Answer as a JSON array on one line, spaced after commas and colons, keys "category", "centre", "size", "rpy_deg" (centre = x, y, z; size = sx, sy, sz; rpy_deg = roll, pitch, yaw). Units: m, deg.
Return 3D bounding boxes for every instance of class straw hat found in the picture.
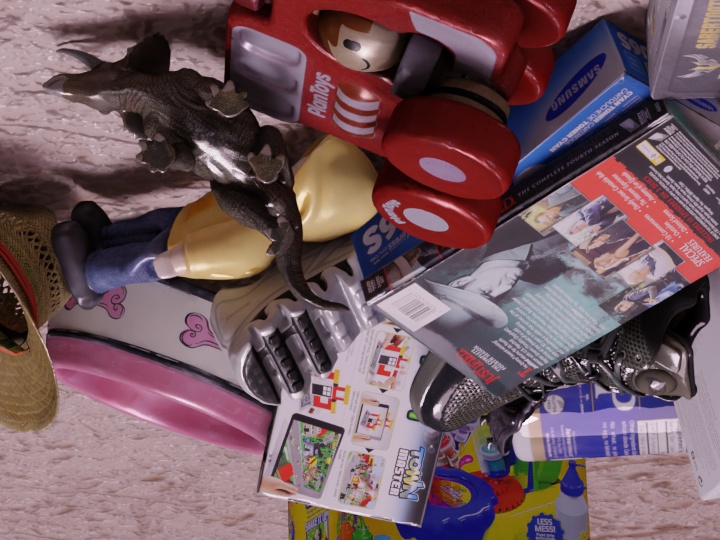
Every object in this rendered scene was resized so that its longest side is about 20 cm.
[{"category": "straw hat", "centre": [-0.220, 0.001, 1.423], "size": [0.085, 0.201, 0.201], "rpy_deg": [-37, 177, -28]}]

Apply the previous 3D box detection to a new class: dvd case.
[{"category": "dvd case", "centre": [0.119, -0.009, 1.278], "size": [0.200, 0.022, 0.146], "rpy_deg": [-33, 141, 18]}]

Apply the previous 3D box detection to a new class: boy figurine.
[{"category": "boy figurine", "centre": [-0.084, -0.029, 1.360], "size": [0.200, 0.064, 0.124], "rpy_deg": [-16, -163, 25]}]

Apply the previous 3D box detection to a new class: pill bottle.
[{"category": "pill bottle", "centre": [0.205, 0.070, 1.616], "size": [0.200, 0.120, 0.120], "rpy_deg": [-5, 160, 7]}]

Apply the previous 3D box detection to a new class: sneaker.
[{"category": "sneaker", "centre": [0.127, 0.051, 1.382], "size": [0.199, 0.114, 0.076], "rpy_deg": [-34, 147, 2]}, {"category": "sneaker", "centre": [0.000, 0.000, 1.371], "size": [0.200, 0.081, 0.075], "rpy_deg": [-27, 127, -14]}]

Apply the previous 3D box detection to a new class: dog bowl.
[{"category": "dog bowl", "centre": [-0.121, 0.061, 1.532], "size": [0.200, 0.074, 0.200], "rpy_deg": [19, 167, 5]}]

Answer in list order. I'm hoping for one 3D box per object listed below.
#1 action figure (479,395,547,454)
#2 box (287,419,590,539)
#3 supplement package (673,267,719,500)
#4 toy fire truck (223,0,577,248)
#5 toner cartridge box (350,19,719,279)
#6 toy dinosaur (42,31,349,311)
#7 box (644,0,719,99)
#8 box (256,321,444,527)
[{"category": "action figure", "centre": [0.038, 0.031, 1.523], "size": [0.200, 0.102, 0.119], "rpy_deg": [34, -165, 9]}, {"category": "box", "centre": [0.056, 0.155, 1.737], "size": [0.200, 0.193, 0.122], "rpy_deg": [5, 160, -20]}, {"category": "supplement package", "centre": [0.291, 0.037, 1.448], "size": [0.151, 0.152, 0.200], "rpy_deg": [-10, 162, -11]}, {"category": "toy fire truck", "centre": [0.008, -0.103, 1.147], "size": [0.168, 0.112, 0.200], "rpy_deg": [20, 163, 3]}, {"category": "toner cartridge box", "centre": [0.098, -0.047, 1.273], "size": [0.095, 0.043, 0.200], "rpy_deg": [22, 128, -41]}, {"category": "toy dinosaur", "centre": [-0.068, -0.062, 1.203], "size": [0.200, 0.077, 0.102], "rpy_deg": [36, -170, -15]}, {"category": "box", "centre": [0.227, -0.145, 1.111], "size": [0.158, 0.048, 0.200], "rpy_deg": [-1, 160, 1]}, {"category": "box", "centre": [0.008, 0.057, 1.448], "size": [0.110, 0.200, 0.035], "rpy_deg": [12, -163, -4]}]
